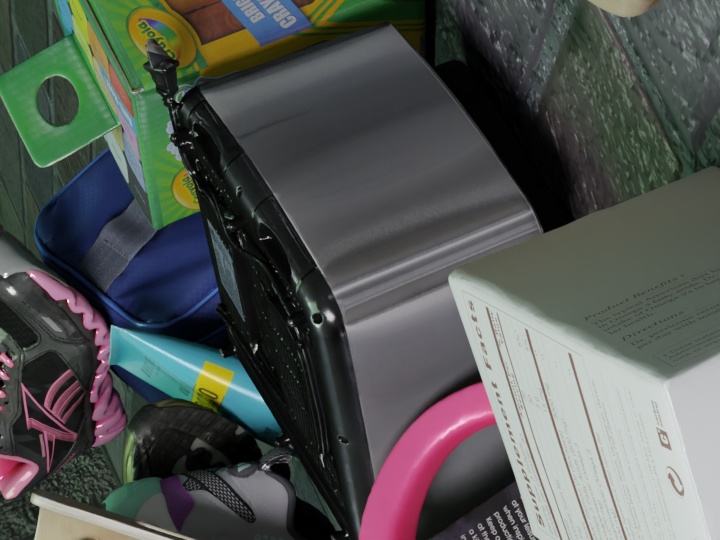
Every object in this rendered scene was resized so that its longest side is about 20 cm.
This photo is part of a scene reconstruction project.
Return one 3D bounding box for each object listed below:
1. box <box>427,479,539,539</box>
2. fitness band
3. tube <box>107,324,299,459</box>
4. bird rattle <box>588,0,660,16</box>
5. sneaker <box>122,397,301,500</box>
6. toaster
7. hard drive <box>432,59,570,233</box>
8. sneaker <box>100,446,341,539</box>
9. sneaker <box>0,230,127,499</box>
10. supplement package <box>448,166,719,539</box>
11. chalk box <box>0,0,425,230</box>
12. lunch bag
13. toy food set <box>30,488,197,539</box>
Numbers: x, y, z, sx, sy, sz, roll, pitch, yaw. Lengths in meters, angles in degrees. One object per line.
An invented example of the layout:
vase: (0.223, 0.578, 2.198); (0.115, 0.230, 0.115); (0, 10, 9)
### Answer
box: (0.090, 0.161, 1.176); (0.036, 0.200, 0.143); (18, -140, -59)
fitness band: (0.089, 0.119, 1.144); (0.200, 0.144, 0.037); (15, 176, 31)
tube: (-0.033, 0.071, 1.391); (0.077, 0.200, 0.050); (112, 178, -68)
bird rattle: (0.050, -0.155, 1.013); (0.163, 0.113, 0.200); (50, 168, 6)
sneaker: (-0.095, 0.108, 1.431); (0.089, 0.077, 0.200); (36, 169, 26)
toaster: (0.000, 0.000, 1.265); (0.181, 0.118, 0.200); (54, 162, 44)
hard drive: (0.069, 0.010, 1.343); (0.200, 0.033, 0.140); (87, 157, -55)
sneaker: (-0.033, 0.179, 1.345); (0.078, 0.140, 0.200); (-106, -2, -65)
sneaker: (-0.182, 0.058, 1.451); (0.079, 0.095, 0.200); (41, 160, 26)
supplement package: (0.130, 0.048, 0.964); (0.200, 0.117, 0.118); (-148, 37, -70)
chalk box: (-0.080, -0.116, 1.368); (0.124, 0.200, 0.125); (89, 155, -58)
lunch bag: (-0.065, -0.025, 1.485); (0.136, 0.200, 0.132); (35, 161, 34)
toy food set: (-0.104, 0.211, 1.283); (0.060, 0.143, 0.200); (-57, -18, -70)
